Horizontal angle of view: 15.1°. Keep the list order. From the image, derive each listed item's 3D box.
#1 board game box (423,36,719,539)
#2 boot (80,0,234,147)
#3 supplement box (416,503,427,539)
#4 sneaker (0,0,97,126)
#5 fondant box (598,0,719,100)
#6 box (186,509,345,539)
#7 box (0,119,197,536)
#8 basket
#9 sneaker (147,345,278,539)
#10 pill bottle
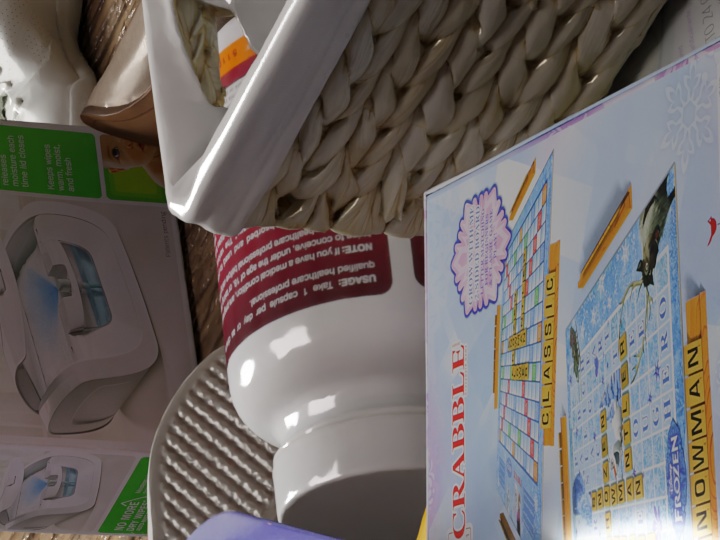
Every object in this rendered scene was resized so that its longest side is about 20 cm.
[{"bbox_3d":[0.076,0.054,0.731,0.199,0.041,0.201,155,118,-63],"label":"board game box"},{"bbox_3d":[-0.080,-0.138,1.345,0.200,0.070,0.147,2,81,66],"label":"boot"},{"bbox_3d":[0.096,0.102,0.834,0.200,0.085,0.111,-133,54,-60],"label":"supplement box"},{"bbox_3d":[-0.205,-0.118,1.597,0.075,0.088,0.201,124,143,-47],"label":"sneaker"},{"bbox_3d":[0.093,-0.064,0.915,0.200,0.058,0.145,137,134,-59],"label":"fondant box"},{"bbox_3d":[-0.023,0.174,0.798,0.119,0.041,0.201,9,92,50],"label":"box"},{"bbox_3d":[-0.185,0.028,1.405,0.097,0.175,0.201,124,144,-49],"label":"box"},{"bbox_3d":[0.019,-0.114,0.872,0.200,0.123,0.136,123,146,-47],"label":"basket"},{"bbox_3d":[-0.055,0.133,1.202,0.105,0.075,0.201,82,-167,-52],"label":"sneaker"},{"bbox_3d":[0.000,0.000,1.051,0.113,0.112,0.201,131,139,-54],"label":"pill bottle"}]
